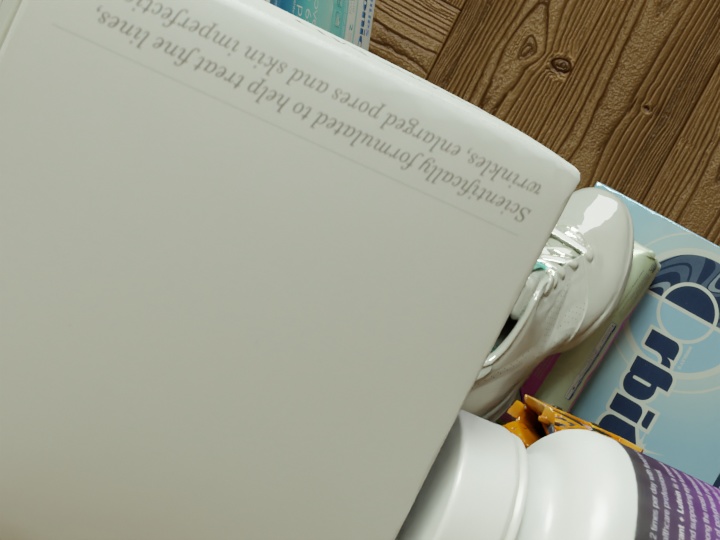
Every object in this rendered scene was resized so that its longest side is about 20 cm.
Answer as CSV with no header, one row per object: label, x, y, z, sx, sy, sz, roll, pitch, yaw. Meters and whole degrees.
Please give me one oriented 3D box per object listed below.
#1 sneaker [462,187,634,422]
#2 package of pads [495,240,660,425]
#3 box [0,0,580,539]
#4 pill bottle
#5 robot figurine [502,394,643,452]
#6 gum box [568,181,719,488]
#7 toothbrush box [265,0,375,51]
sneaker,0.104,0.013,0.839,0.075,0.200,0.089,32,-25,22
package of pads,0.080,0.007,0.953,0.199,0.155,0.068,34,2,20
box,-0.064,-0.001,0.503,0.198,0.201,0.131,23,11,-23
pill bottle,0.105,0.130,0.548,0.199,0.112,0.111,25,11,-13
robot figurine,0.132,0.131,0.753,0.144,0.058,0.200,25,12,-20
gum box,0.213,0.060,0.976,0.199,0.171,0.045,30,4,11
toothbrush box,-0.063,-0.151,0.964,0.085,0.148,0.200,10,5,16
